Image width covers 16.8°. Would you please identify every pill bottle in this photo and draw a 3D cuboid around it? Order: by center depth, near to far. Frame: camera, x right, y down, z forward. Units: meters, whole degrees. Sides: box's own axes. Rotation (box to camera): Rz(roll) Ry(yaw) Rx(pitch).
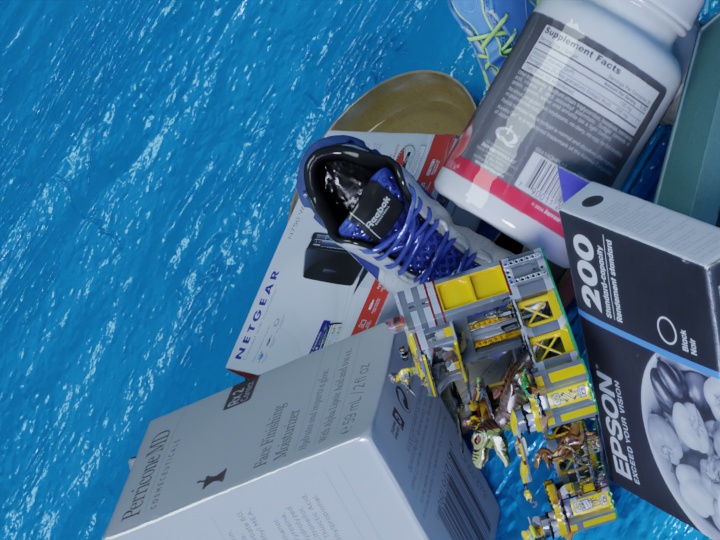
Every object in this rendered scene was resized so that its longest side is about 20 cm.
[{"bbox_3d":[0.142,-0.112,1.599,0.201,0.110,0.111,-59,34,2],"label":"pill bottle"}]

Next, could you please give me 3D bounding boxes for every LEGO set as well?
[{"bbox_3d":[0.084,0.089,1.537,0.115,0.200,0.155,-17,61,1],"label":"LEGO set"}]

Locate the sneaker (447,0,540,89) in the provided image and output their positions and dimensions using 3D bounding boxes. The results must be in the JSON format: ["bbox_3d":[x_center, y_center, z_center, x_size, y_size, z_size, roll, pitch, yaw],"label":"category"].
[{"bbox_3d":[0.102,-0.154,1.771,0.076,0.105,0.201,-33,45,39],"label":"sneaker"}]

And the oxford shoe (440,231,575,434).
[{"bbox_3d":[0.082,0.034,1.707,0.201,0.075,0.070,-57,34,13],"label":"oxford shoe"}]

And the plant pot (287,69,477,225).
[{"bbox_3d":[0.024,-0.057,1.853,0.199,0.027,0.201,-26,50,35],"label":"plant pot"}]

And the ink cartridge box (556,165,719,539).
[{"bbox_3d":[0.177,0.052,1.491,0.200,0.043,0.199,28,135,57],"label":"ink cartridge box"}]

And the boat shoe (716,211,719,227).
[{"bbox_3d":[0.217,-0.020,1.558,0.069,0.071,0.201,8,78,54],"label":"boat shoe"}]

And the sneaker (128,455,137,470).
[{"bbox_3d":[-0.129,0.175,1.918,0.200,0.072,0.085,-5,104,70],"label":"sneaker"}]

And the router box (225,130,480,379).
[{"bbox_3d":[0.000,0.000,1.760,0.179,0.049,0.201,6,71,59],"label":"router box"}]

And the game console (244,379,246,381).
[{"bbox_3d":[-0.019,0.060,1.872,0.176,0.031,0.201,9,78,56],"label":"game console"}]

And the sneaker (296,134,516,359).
[{"bbox_3d":[0.030,-0.017,1.612,0.081,0.199,0.115,-51,-6,4],"label":"sneaker"}]

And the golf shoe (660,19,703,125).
[{"bbox_3d":[0.175,-0.178,1.696,0.078,0.097,0.200,-49,38,19],"label":"golf shoe"}]

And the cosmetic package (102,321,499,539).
[{"bbox_3d":[-0.035,0.168,1.609,0.199,0.166,0.165,-23,20,17],"label":"cosmetic package"}]

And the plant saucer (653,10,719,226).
[{"bbox_3d":[0.216,-0.090,1.536,0.070,0.019,0.201,-41,26,55],"label":"plant saucer"}]
